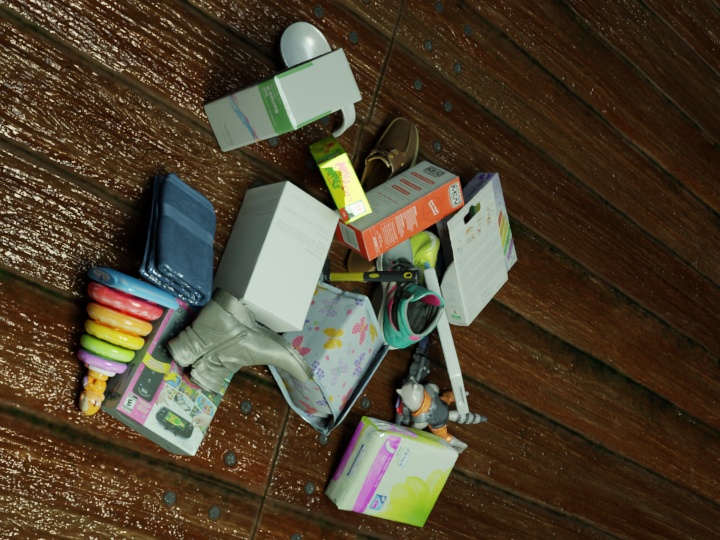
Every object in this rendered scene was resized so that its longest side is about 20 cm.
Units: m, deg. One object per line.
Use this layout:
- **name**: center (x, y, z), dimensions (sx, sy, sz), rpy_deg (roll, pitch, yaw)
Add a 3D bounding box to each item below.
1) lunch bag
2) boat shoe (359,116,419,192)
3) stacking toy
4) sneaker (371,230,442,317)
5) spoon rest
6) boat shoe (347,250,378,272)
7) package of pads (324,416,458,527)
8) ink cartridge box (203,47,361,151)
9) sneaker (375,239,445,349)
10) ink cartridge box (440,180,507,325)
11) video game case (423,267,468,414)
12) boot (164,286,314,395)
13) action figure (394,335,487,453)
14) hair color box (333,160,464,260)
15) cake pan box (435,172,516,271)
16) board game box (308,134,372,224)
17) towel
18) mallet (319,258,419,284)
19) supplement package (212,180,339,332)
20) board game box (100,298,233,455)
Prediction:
- **lunch bag**: center (-0.041, 0.147, 1.676), dimensions (0.170, 0.127, 0.201), rpy_deg (-55, 148, -28)
- **boat shoe**: center (0.046, -0.183, 1.806), dimensions (0.201, 0.072, 0.068), rpy_deg (-68, 153, -19)
- **stacking toy**: center (-0.348, 0.104, 1.452), dimensions (0.109, 0.116, 0.201), rpy_deg (24, 85, -42)
- **sneaker**: center (0.091, 0.033, 1.839), dimensions (0.201, 0.076, 0.105), rpy_deg (-58, 148, -5)
- **spoon rest**: center (-0.065, -0.318, 1.740), dimensions (0.099, 0.060, 0.201), rpy_deg (-47, 117, -33)
- **boat shoe**: center (0.050, -0.054, 1.812), dimensions (0.200, 0.070, 0.070), rpy_deg (-54, 145, -21)
- **package of pads**: center (0.056, 0.335, 1.759), dimensions (0.199, 0.068, 0.155), rpy_deg (23, 97, -38)
- **ink cartridge box**: center (-0.121, -0.256, 1.595), dimensions (0.145, 0.199, 0.088), rpy_deg (-31, 104, -37)
- **sneaker**: center (0.081, 0.027, 1.705), dimensions (0.083, 0.120, 0.201), rpy_deg (3, 84, -34)
- **ink cartridge box**: center (0.188, -0.031, 1.805), dimensions (0.161, 0.050, 0.201), rpy_deg (-43, 127, -43)
- **video game case**: center (0.145, 0.123, 1.785), dimensions (0.182, 0.023, 0.201), rpy_deg (71, 6, -61)
- **boot**: center (-0.175, 0.129, 1.509), dimensions (0.200, 0.068, 0.131), rpy_deg (41, 82, -15)
- **action figure**: center (0.135, 0.220, 1.848), dimensions (0.193, 0.104, 0.201), rpy_deg (25, 74, -48)
- **hair color box**: center (0.062, -0.101, 1.727), dimensions (0.199, 0.101, 0.062), rpy_deg (-30, 126, -20)
- **cake pan box**: center (0.215, -0.052, 1.930), dimensions (0.184, 0.052, 0.201), rpy_deg (-43, 127, -43)
- **board game box**: center (-0.034, -0.148, 1.670), dimensions (0.047, 0.200, 0.102), rpy_deg (-25, 107, 0)
- **towel**: center (-0.258, -0.044, 1.507), dimensions (0.112, 0.048, 0.201), rpy_deg (38, 30, -35)
- **mallet**: center (0.000, 0.000, 1.693), dimensions (0.041, 0.199, 0.066), rpy_deg (27, 57, -63)
- **supplement package**: center (-0.135, -0.018, 1.619), dimensions (0.117, 0.117, 0.201), rpy_deg (32, 66, -34)
- **board game box**: center (-0.268, 0.146, 1.528), dimensions (0.147, 0.064, 0.201), rpy_deg (40, 62, -32)
